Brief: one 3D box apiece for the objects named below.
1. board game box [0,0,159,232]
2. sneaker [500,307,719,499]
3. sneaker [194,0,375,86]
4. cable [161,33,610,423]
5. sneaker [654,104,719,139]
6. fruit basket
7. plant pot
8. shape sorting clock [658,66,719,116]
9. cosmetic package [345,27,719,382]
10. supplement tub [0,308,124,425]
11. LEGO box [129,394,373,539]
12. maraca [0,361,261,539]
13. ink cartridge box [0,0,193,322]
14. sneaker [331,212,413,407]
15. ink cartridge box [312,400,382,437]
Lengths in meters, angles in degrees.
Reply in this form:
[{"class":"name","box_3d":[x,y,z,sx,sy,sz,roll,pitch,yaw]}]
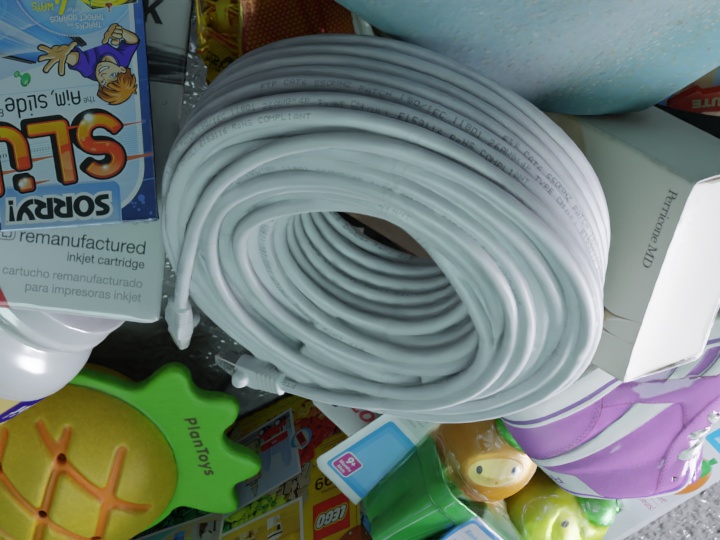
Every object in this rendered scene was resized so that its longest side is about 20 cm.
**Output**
[{"class":"board game box","box_3d":[-0.190,-0.082,0.774,0.198,0.034,0.137,-5,94,-6]},{"class":"sneaker","box_3d":[0.172,0.048,0.910,0.199,0.073,0.115,-25,124,17]},{"class":"sneaker","box_3d":[-0.042,-0.123,0.797,0.073,0.077,0.201,16,137,48]},{"class":"cable","box_3d":[0.011,-0.012,0.770,0.198,0.070,0.201,17,144,10]},{"class":"sneaker","box_3d":[0.162,-0.028,0.944,0.197,0.077,0.115,7,128,-7]},{"class":"fruit basket","box_3d":[0.106,0.108,0.999,0.199,0.094,0.185,-30,129,21]},{"class":"plant pot","box_3d":[0.103,-0.181,0.762,0.196,0.197,0.200,-31,134,26]},{"class":"shape sorting clock","box_3d":[0.213,-0.100,0.950,0.198,0.039,0.201,-1,136,-1]},{"class":"cosmetic package","box_3d":[0.080,-0.043,0.854,0.073,0.199,0.104,-11,124,-48]},{"class":"supplement tub","box_3d":[-0.234,0.023,0.979,0.199,0.146,0.145,-30,129,26]},{"class":"LEGO box","box_3d":[-0.062,0.172,1.135,0.199,0.150,0.077,-27,131,23]},{"class":"maraca","box_3d":[-0.160,0.111,1.094,0.198,0.107,0.138,-8,127,14]},{"class":"ink cartridge box","box_3d":[-0.154,-0.085,0.839,0.143,0.084,0.202,6,92,-8]},{"class":"sneaker","box_3d":[0.000,0.000,0.946,0.097,0.201,0.071,-28,112,6]},{"class":"ink cartridge box","box_3d":[0.089,0.047,1.061,0.199,0.086,0.148,-27,131,21]}]
